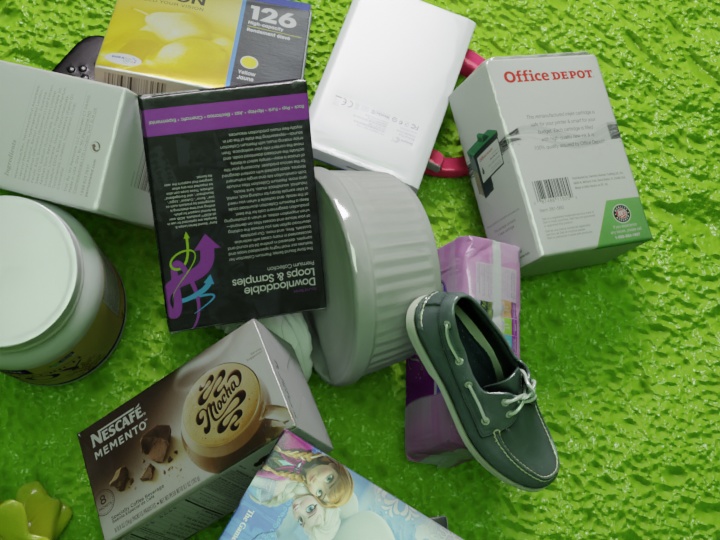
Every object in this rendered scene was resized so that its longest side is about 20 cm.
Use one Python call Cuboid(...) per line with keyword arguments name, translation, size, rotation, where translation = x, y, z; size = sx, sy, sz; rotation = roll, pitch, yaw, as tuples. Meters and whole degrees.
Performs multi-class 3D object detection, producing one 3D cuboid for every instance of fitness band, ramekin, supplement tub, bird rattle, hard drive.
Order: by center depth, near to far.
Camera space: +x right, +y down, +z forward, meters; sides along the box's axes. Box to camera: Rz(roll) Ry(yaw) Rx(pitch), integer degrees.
Cuboid(name="bird rattle", translation=(-0.341, 0.281, 0.945), size=(0.161, 0.113, 0.203), rotation=(17, 86, 12))
Cuboid(name="supplement tub", translation=(-0.290, 0.021, 0.946), size=(0.143, 0.200, 0.148), rotation=(1, 78, -3))
Cuboid(name="ramekin", translation=(0.000, 0.000, 0.993), size=(0.093, 0.202, 0.205), rotation=(-9, 74, -21))
Cuboid(name="hard drive", translation=(0.028, -0.189, 1.096), size=(0.130, 0.025, 0.202), rotation=(20, 70, 0))
Cuboid(name="fitness band", translation=(0.065, -0.182, 1.131), size=(0.198, 0.037, 0.145), rotation=(29, 71, 2))

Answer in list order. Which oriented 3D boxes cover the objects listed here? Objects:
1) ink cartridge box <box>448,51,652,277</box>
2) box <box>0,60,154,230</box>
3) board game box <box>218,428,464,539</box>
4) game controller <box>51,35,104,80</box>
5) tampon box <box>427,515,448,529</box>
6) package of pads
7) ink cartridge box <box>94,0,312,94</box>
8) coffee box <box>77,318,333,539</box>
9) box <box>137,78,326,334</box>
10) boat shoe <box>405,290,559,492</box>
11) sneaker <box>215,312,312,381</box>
Cuboid(name="ink cartridge box", translation=(0.187, -0.106, 1.067), size=(0.144, 0.084, 0.203), rotation=(-8, 77, -28))
Cuboid(name="box", translation=(-0.272, -0.115, 0.974), size=(0.197, 0.152, 0.108), rotation=(15, 89, 17))
Cuboid(name="board game box", translation=(-0.024, 0.254, 0.776), size=(0.197, 0.043, 0.202), rotation=(30, 72, 3))
Cuboid(name="game controller", translation=(-0.224, -0.160, 1.092), size=(0.198, 0.042, 0.105), rotation=(33, 74, 4))
Cuboid(name="tampon box", translation=(-0.029, 0.281, 0.870), size=(0.196, 0.150, 0.128), rotation=(-5, 73, -6))
Cuboid(name="package of pads", translation=(0.095, 0.079, 1.009), size=(0.075, 0.120, 0.203), rotation=(10, 71, -27))
Cuboid(name="ink cartridge box", translation=(-0.148, -0.236, 1.068), size=(0.194, 0.047, 0.202), rotation=(8, 52, -6))
Cuboid(name="coffee box", translation=(-0.138, 0.150, 0.940), size=(0.198, 0.080, 0.114), rotation=(-32, 58, 10))
Cuboid(name="box", translation=(-0.108, -0.056, 0.919), size=(0.141, 0.036, 0.203), rotation=(-8, 103, -14))
Cuboid(name="boat shoe", translation=(0.114, 0.103, 0.904), size=(0.073, 0.062, 0.201), rotation=(-39, 99, -35))
Cuboid(name="sneaker", translation=(-0.113, 0.034, 0.996), size=(0.098, 0.078, 0.202), rotation=(-29, 111, -14))
